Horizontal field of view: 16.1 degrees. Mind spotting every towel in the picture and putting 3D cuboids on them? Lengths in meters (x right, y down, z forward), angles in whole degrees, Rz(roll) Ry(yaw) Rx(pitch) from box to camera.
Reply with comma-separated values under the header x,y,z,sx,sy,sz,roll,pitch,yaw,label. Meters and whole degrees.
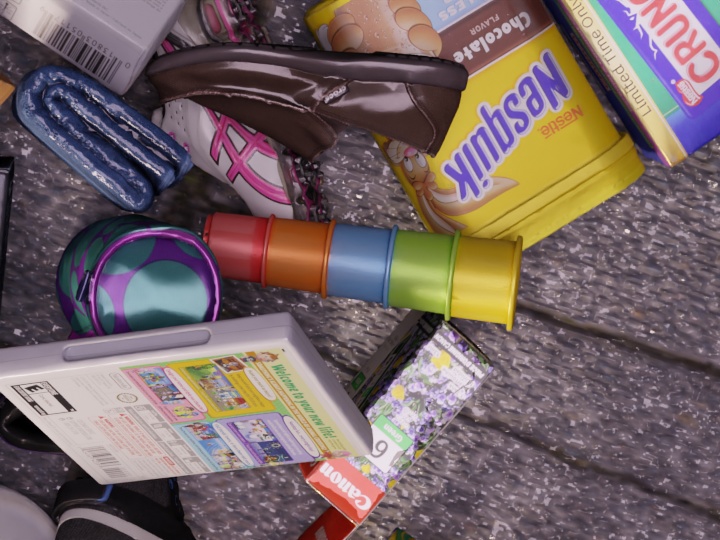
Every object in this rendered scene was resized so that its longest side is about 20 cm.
x,y,z,sx,sy,sz,roll,pitch,yaw,label
-0.163,-0.084,1.568,0.112,0.200,0.049,40,86,-8,towel

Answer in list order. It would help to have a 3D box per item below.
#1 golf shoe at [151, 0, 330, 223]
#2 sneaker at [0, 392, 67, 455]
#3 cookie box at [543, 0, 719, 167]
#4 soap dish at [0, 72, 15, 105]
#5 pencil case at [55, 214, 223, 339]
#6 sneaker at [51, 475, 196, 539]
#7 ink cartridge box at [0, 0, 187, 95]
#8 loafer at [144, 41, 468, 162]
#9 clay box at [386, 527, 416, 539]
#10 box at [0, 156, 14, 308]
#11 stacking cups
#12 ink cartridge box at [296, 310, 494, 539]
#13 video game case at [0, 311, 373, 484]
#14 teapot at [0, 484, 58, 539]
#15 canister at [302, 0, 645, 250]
x,y,z,sx,sy,sz,roll,pitch,yaw,label
-0.085,-0.092,1.647,0.092,0.073,0.201,-23,93,13,golf shoe
-0.137,0.092,1.647,0.199,0.088,0.076,-8,97,-5,sneaker
0.229,-0.193,1.657,0.200,0.075,0.172,-35,99,0,cookie box
-0.328,-0.091,1.510,0.157,0.081,0.200,41,77,0,soap dish
-0.141,0.013,1.582,0.085,0.200,0.093,24,88,-12,pencil case
-0.113,0.188,1.671,0.073,0.112,0.200,-29,135,35,sneaker
-0.169,-0.220,1.585,0.162,0.200,0.057,33,130,-5,ink cartridge box
-0.034,-0.102,1.567,0.199,0.073,0.071,4,95,0,loafer
0.007,0.232,1.620,0.048,0.200,0.115,35,92,1,clay box
-0.302,0.022,1.614,0.148,0.107,0.201,5,96,-6,box
0.000,0.000,1.593,0.199,0.061,0.061,5,96,4,stacking cups
-0.002,0.114,1.652,0.050,0.109,0.200,41,91,-9,ink cartridge box
-0.102,0.079,1.520,0.181,0.200,0.022,-7,66,12,video game case
-0.275,0.235,1.624,0.146,0.197,0.201,-14,60,32,teapot
0.071,-0.114,1.647,0.148,0.087,0.201,-31,97,-1,canister
